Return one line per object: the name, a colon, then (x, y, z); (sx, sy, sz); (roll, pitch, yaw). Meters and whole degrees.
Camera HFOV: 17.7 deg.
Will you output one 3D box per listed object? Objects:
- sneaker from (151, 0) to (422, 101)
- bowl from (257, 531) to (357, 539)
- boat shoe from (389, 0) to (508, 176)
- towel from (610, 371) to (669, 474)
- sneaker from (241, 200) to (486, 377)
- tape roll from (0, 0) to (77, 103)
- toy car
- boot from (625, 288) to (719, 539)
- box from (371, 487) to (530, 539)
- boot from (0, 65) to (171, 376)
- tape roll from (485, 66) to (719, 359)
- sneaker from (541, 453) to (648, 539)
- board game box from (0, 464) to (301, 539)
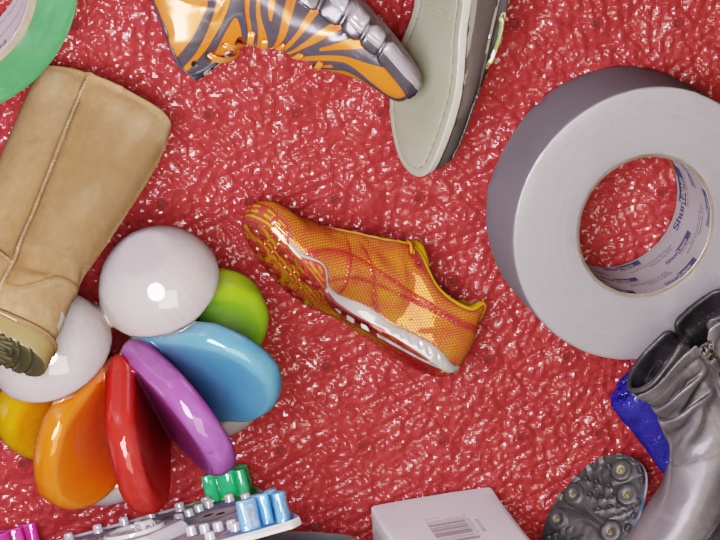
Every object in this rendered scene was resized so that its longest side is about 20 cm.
sneaker: (-0.059, -0.158, 1.540); (0.200, 0.078, 0.112); (40, 99, -10)
bowl: (-0.059, 0.240, 1.624); (0.199, 0.201, 0.106); (1, 88, -16)
boat shoe: (0.068, -0.161, 1.572); (0.060, 0.072, 0.203); (-11, 121, -37)
towel: (0.289, 0.117, 1.747); (0.148, 0.050, 0.200); (-41, 116, -3)
sneaker: (0.000, 0.000, 1.620); (0.199, 0.073, 0.078); (33, 75, -27)
tape roll: (-0.278, -0.190, 1.446); (0.199, 0.048, 0.202); (-5, 124, -7)
toy car: (-0.138, 0.085, 1.532); (0.199, 0.150, 0.176); (-31, 137, -8)
boot: (0.228, 0.116, 1.657); (0.132, 0.070, 0.200); (42, 80, -33)
box: (0.073, 0.280, 1.695); (0.097, 0.124, 0.202); (-8, 111, -14)
boot: (-0.236, -0.049, 1.483); (0.174, 0.066, 0.201); (27, 60, -11)
tape roll: (0.193, -0.041, 1.653); (0.199, 0.066, 0.202); (-5, 109, -15)
sneaker: (0.171, 0.233, 1.748); (0.072, 0.072, 0.201); (10, 101, -58)
board game box: (-0.153, 0.175, 1.558); (0.199, 0.200, 0.026); (-15, 94, -11)
